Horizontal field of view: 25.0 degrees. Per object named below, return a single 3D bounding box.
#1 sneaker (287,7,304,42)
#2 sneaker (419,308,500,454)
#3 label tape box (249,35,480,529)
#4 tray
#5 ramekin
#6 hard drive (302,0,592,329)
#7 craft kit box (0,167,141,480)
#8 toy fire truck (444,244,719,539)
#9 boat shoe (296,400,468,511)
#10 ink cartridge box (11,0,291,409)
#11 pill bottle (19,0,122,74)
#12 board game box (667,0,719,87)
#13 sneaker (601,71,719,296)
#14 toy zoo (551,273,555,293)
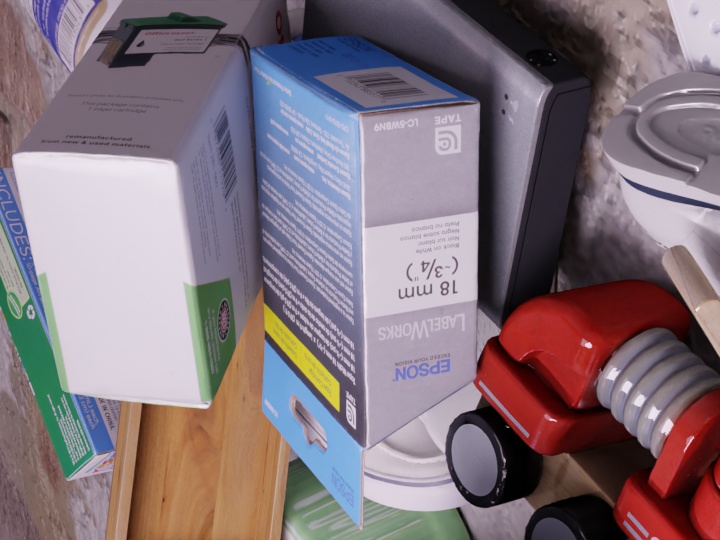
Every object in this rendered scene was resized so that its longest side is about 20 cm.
[{"bbox_3d":[-0.042,-0.070,0.986,0.105,0.076,0.200,48,150,11],"label":"sneaker"},{"bbox_3d":[0.047,0.052,0.895,0.200,0.075,0.089,43,173,24],"label":"sneaker"},{"bbox_3d":[0.000,0.000,0.790,0.144,0.063,0.201,-139,44,-60],"label":"label tape box"},{"bbox_3d":[-0.091,0.085,0.952,0.037,0.098,0.201,-178,94,-71],"label":"tray"},{"bbox_3d":[-0.010,0.208,1.038,0.200,0.097,0.201,39,138,47],"label":"ramekin"},{"bbox_3d":[0.033,-0.084,0.818,0.200,0.033,0.140,47,143,40],"label":"hard drive"},{"bbox_3d":[-0.136,0.022,1.051,0.048,0.197,0.201,-41,66,43],"label":"craft kit box"},{"bbox_3d":[0.127,0.056,0.697,0.176,0.128,0.201,49,134,38],"label":"toy fire truck"},{"bbox_3d":[0.010,0.079,0.967,0.200,0.071,0.070,32,136,60],"label":"boat shoe"},{"bbox_3d":[-0.095,-0.050,0.841,0.200,0.084,0.147,-71,-18,-53],"label":"ink cartridge box"},{"bbox_3d":[-0.165,-0.197,1.067,0.200,0.119,0.120,53,147,33],"label":"pill bottle"},{"bbox_3d":[0.162,-0.185,0.579,0.200,0.026,0.201,-16,91,63],"label":"board game box"},{"bbox_3d":[0.180,-0.008,0.616,0.200,0.076,0.081,37,158,44],"label":"sneaker"},{"bbox_3d":[0.038,-0.068,0.877,0.200,0.020,0.132,37,136,48],"label":"toy zoo"}]
